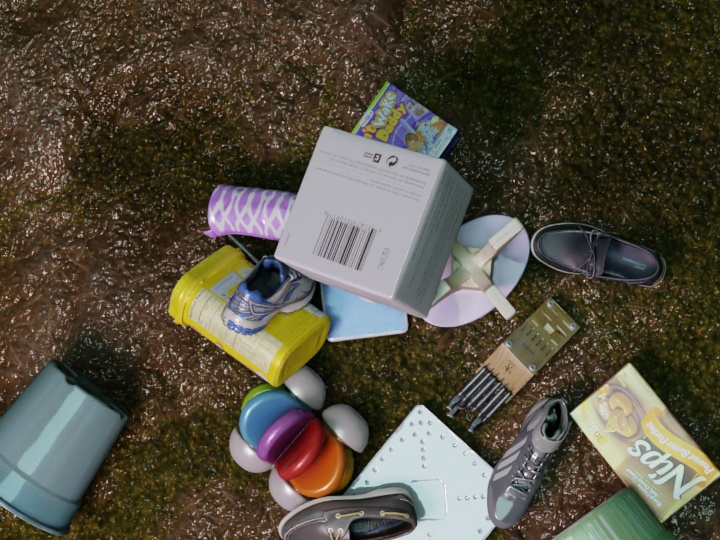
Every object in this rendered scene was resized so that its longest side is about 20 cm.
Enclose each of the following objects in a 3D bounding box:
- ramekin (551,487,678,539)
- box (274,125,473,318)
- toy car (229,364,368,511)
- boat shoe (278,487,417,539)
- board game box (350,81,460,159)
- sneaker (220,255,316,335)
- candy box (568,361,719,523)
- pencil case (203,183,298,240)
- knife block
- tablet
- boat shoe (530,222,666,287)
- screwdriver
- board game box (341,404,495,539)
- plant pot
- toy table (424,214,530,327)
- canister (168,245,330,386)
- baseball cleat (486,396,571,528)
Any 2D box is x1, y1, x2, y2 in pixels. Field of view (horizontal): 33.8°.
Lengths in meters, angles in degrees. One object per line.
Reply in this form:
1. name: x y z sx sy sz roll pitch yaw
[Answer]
1. ramekin: 0.326 0.385 1.620 0.199 0.200 0.098 -37 74 6
2. box: 0.020 -0.066 1.623 0.197 0.130 0.203 19 84 27
3. toy car: -0.098 0.246 1.722 0.200 0.150 0.175 42 95 10
4. boat shoe: -0.018 0.363 1.690 0.198 0.061 0.073 -13 123 -5
5. board game box: 0.038 -0.159 1.766 0.134 0.045 0.201 35 89 13
6. sneaker: -0.115 0.016 1.679 0.076 0.200 0.086 31 127 13
7. candy box: 0.402 0.244 1.681 0.115 0.055 0.201 -40 82 6
8. pencil case: -0.134 -0.077 1.763 0.197 0.084 0.087 10 80 28
9. knife block: 0.213 0.147 1.726 0.064 0.176 0.199 45 50 8
10. tablet: 0.000 0.000 1.788 0.128 0.014 0.204 -7 85 9
11. boat shoe: 0.342 -0.024 1.705 0.197 0.062 0.076 16 91 12
12. screwdriver: -0.142 0.007 1.807 0.199 0.028 0.029 39 65 9
13. board game box: 0.099 0.337 1.745 0.199 0.026 0.201 41 94 10
14. plant pot: -0.461 0.256 1.775 0.199 0.200 0.197 36 86 10
15. toy table: 0.159 -0.001 1.709 0.183 0.117 0.201 39 93 10
16. canister: -0.160 0.067 1.738 0.199 0.148 0.087 33 132 17
17. baseball cleat: 0.236 0.267 1.670 0.069 0.107 0.202 23 78 0
